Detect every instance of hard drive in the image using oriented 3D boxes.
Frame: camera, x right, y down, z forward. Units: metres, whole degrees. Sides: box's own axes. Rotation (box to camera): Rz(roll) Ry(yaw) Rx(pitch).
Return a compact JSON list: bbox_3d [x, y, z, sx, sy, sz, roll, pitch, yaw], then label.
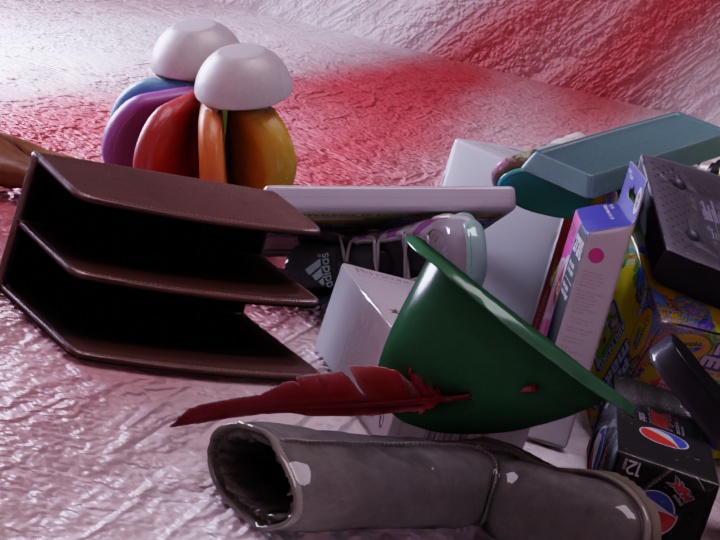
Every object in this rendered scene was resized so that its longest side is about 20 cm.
[{"bbox_3d":[0.298,-0.011,1.366,0.200,0.042,0.135,17,35,-14],"label":"hard drive"}]

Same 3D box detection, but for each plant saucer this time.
[{"bbox_3d":[0.216,-0.095,1.453,0.200,0.019,0.070,-19,34,-42],"label":"plant saucer"}]

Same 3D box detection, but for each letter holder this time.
[{"bbox_3d":[-0.121,0.002,1.254,0.200,0.101,0.142,8,18,-37],"label":"letter holder"}]

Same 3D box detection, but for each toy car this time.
[{"bbox_3d":[-0.145,-0.110,1.582,0.150,0.175,0.200,-18,29,-25],"label":"toy car"}]

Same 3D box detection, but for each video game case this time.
[{"bbox_3d":[0.003,-0.039,1.486,0.199,0.022,0.182,0,-11,-14],"label":"video game case"}]

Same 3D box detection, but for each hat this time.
[{"bbox_3d":[0.036,0.091,1.117,0.200,0.176,0.166,38,2,15],"label":"hat"}]

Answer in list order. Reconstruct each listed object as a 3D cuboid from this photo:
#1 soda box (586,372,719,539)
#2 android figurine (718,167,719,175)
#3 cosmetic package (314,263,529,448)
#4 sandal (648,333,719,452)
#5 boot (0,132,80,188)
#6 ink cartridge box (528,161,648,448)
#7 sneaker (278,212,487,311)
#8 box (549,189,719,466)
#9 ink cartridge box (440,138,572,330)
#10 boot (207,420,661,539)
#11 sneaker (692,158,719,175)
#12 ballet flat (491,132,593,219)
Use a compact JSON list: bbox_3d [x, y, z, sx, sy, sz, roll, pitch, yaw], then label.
[{"bbox_3d":[0.189,0.129,1.216,0.071,0.063,0.200,18,12,4],"label":"soda box"},{"bbox_3d":[0.377,-0.060,1.457,0.182,0.041,0.200,17,-2,44],"label":"android figurine"},{"bbox_3d":[0.043,0.064,1.276,0.101,0.074,0.200,14,15,-19],"label":"cosmetic package"},{"bbox_3d":[0.267,0.120,1.215,0.200,0.043,0.076,50,13,-9],"label":"sandal"},{"bbox_3d":[-0.308,-0.113,1.558,0.200,0.069,0.188,12,14,-28],"label":"boot"},{"bbox_3d":[0.159,0.020,1.325,0.037,0.200,0.095,17,12,-2],"label":"ink cartridge box"},{"bbox_3d":[0.000,0.000,1.420,0.140,0.078,0.200,1,-12,-27],"label":"sneaker"},{"bbox_3d":[0.274,0.043,1.424,0.200,0.122,0.193,14,35,-16],"label":"box"},{"bbox_3d":[0.177,-0.022,1.647,0.200,0.145,0.145,3,17,-46],"label":"ink cartridge box"},{"bbox_3d":[0.040,0.125,1.016,0.200,0.073,0.182,16,-3,-40],"label":"boot"},{"bbox_3d":[0.297,0.002,1.575,0.112,0.201,0.073,11,28,33],"label":"sneaker"},{"bbox_3d":[0.196,-0.073,1.496,0.200,0.069,0.071,13,56,-16],"label":"ballet flat"}]
